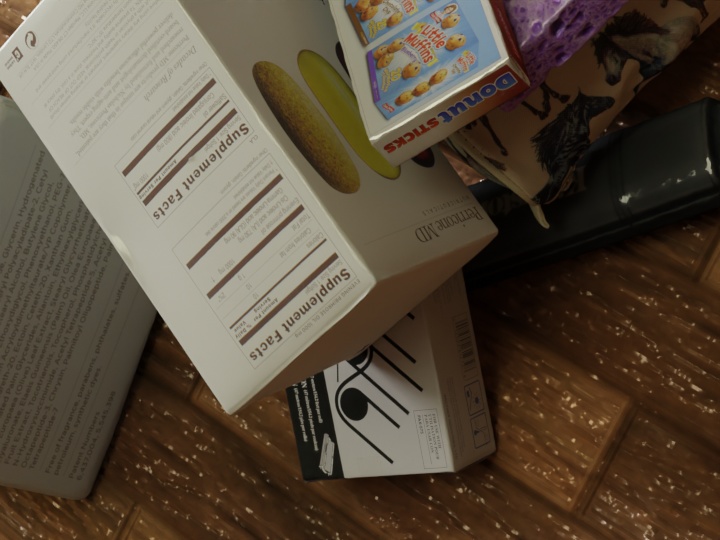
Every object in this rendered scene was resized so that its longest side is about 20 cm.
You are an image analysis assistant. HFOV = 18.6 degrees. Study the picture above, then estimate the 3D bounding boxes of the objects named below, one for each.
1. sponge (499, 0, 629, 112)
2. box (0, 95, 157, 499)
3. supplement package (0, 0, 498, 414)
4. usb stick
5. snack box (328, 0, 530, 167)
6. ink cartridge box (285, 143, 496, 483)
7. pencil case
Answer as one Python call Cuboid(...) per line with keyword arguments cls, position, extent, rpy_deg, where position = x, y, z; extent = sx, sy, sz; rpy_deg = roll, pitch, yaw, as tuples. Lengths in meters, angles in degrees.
Cuboid(cls="sponge", position=(0.105, -0.170, 0.986), extent=(0.200, 0.030, 0.112), rpy_deg=(-43, 45, 3))
Cuboid(cls="box", position=(-0.235, -0.004, 1.223), extent=(0.198, 0.171, 0.201), rpy_deg=(21, 89, 39))
Cuboid(cls="supplement package", position=(-0.052, -0.056, 1.004), extent=(0.109, 0.114, 0.200), rpy_deg=(-42, 79, 34))
Cuboid(cls="usb stick", position=(0.095, -0.030, 1.070), extent=(0.199, 0.033, 0.056), rpy_deg=(-20, 64, 32))
Cuboid(cls="snack box", position=(0.018, -0.140, 0.991), extent=(0.072, 0.024, 0.201), rpy_deg=(-29, 48, 16))
Cuboid(cls="ink cartridge box", position=(0.000, 0.000, 1.078), extent=(0.094, 0.044, 0.201), rpy_deg=(-7, 97, 35))
Cuboid(cls="pencil case", position=(0.121, -0.119, 1.023), extent=(0.200, 0.089, 0.078), rpy_deg=(-44, 35, 3))
